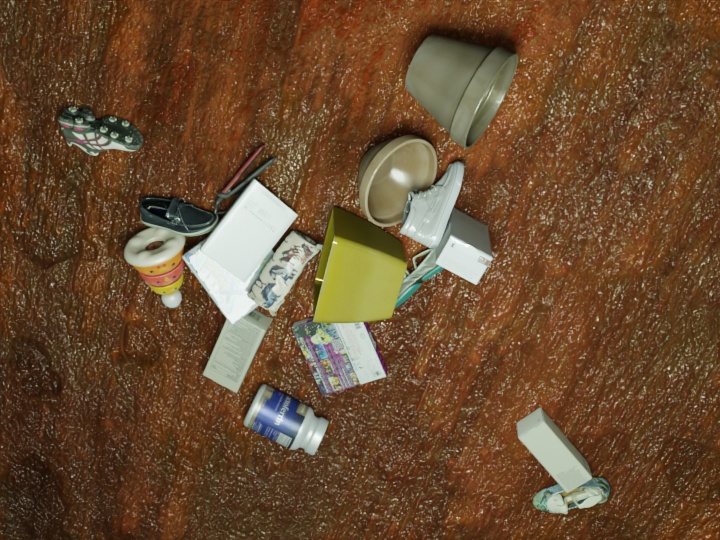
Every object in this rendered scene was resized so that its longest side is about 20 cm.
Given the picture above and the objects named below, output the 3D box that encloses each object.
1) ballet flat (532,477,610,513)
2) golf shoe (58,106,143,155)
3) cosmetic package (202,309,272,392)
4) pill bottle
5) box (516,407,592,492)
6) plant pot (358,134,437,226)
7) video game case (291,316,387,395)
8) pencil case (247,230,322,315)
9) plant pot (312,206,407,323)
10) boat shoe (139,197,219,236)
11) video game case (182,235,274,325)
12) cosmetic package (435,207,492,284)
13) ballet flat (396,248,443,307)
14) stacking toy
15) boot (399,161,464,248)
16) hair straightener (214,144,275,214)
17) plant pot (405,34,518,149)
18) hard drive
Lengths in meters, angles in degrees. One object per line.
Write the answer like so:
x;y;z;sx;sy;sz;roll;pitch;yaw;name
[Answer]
0.530;0.574;1.668;0.197;0.074;0.075;-26;105;18;ballet flat
-0.589;-0.306;1.518;0.196;0.078;0.089;19;133;4;golf shoe
-0.306;0.191;1.653;0.104;0.071;0.202;28;113;-2;cosmetic package
-0.188;0.383;1.685;0.197;0.116;0.117;27;113;-3;pill bottle
0.474;0.441;1.625;0.082;0.069;0.201;-36;101;20;box
0.063;-0.204;1.408;0.093;0.198;0.204;42;119;37;plant pot
-0.050;0.195;1.632;0.178;0.036;0.203;-19;107;16;video game case
-0.172;0.001;1.526;0.089;0.078;0.201;37;94;14;pencil case
0.000;0.000;1.474;0.173;0.201;0.203;12;113;-8;plant pot
-0.427;-0.130;1.544;0.196;0.076;0.063;10;142;10;boat shoe
-0.288;-0.006;1.559;0.181;0.022;0.202;-37;103;-8;video game case
0.217;-0.057;1.402;0.100;0.201;0.075;27;115;-3;cosmetic package
0.127;0.008;1.526;0.199;0.067;0.064;-41;73;20;ballet flat
-0.471;0.007;1.599;0.143;0.147;0.203;-2;129;10;stacking toy
0.149;-0.155;1.401;0.094;0.074;0.203;22;74;-6;boot
-0.261;-0.191;1.512;0.077;0.041;0.200;44;106;-9;hair straightener
0.188;-0.372;1.306;0.172;0.200;0.202;33;114;12;plant pot
-0.254;-0.089;1.511;0.131;0.027;0.201;38;93;-25;hard drive
